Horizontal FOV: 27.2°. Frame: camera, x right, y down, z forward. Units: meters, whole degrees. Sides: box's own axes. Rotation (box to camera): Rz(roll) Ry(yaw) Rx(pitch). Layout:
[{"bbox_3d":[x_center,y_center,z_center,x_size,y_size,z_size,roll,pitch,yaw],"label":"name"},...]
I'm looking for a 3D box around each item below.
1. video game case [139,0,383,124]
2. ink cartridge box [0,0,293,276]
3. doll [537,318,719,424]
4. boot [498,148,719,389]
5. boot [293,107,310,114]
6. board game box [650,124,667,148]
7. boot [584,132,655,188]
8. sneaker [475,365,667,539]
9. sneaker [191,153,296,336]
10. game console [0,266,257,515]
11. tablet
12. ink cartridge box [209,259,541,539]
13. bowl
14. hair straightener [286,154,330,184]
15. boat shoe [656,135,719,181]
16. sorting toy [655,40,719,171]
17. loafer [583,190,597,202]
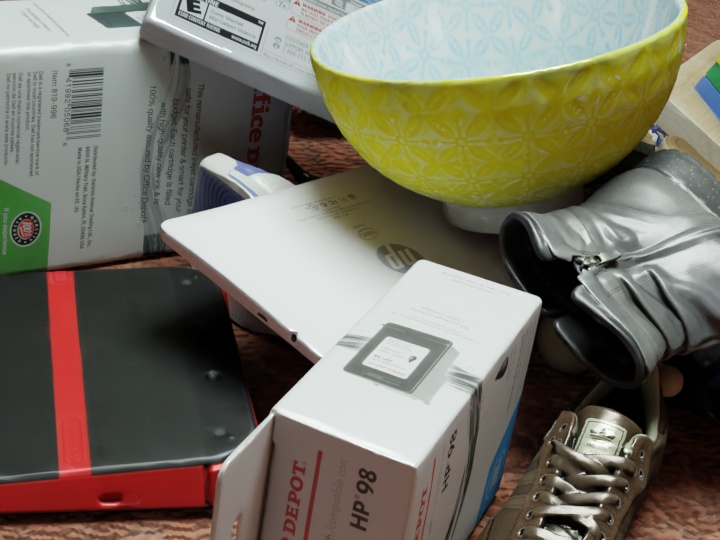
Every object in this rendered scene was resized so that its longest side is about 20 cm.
[{"bbox_3d":[-0.017,-0.172,0.903,0.200,0.022,0.183,22,57,-15],"label":"video game case"},{"bbox_3d":[-0.148,-0.086,0.902,0.200,0.147,0.083,-8,33,-31],"label":"ink cartridge box"},{"bbox_3d":[0.187,0.061,0.813,0.200,0.049,0.136,22,11,28],"label":"doll"},{"bbox_3d":[0.168,0.029,0.723,0.132,0.070,0.200,-27,55,-38],"label":"boot"},{"bbox_3d":[0.006,-0.174,1.173,0.153,0.074,0.204,4,32,-19],"label":"boot"},{"bbox_3d":[0.150,-0.132,1.098,0.200,0.062,0.200,47,32,11],"label":"board game box"},{"bbox_3d":[0.096,-0.124,0.947,0.200,0.139,0.077,-1,-14,39],"label":"boot"},{"bbox_3d":[0.096,0.103,0.689,0.070,0.076,0.200,16,29,15],"label":"sneaker"},{"bbox_3d":[0.001,0.000,0.865,0.199,0.081,0.115,32,32,25],"label":"sneaker"},{"bbox_3d":[-0.145,0.058,0.766,0.176,0.031,0.200,-4,29,-12],"label":"game console"},{"bbox_3d":[0.006,-0.012,0.797,0.130,0.014,0.200,37,37,29],"label":"tablet"},{"bbox_3d":[0.009,0.091,0.647,0.067,0.116,0.200,19,30,17],"label":"ink cartridge box"},{"bbox_3d":[0.079,-0.084,0.809,0.199,0.108,0.200,-7,23,3],"label":"bowl"},{"bbox_3d":[0.011,-0.034,0.956,0.200,0.041,0.077,26,33,30],"label":"hair straightener"},{"bbox_3d":[0.200,-0.022,0.879,0.071,0.065,0.200,47,9,25],"label":"boat shoe"},{"bbox_3d":[0.304,-0.087,0.997,0.199,0.070,0.200,44,30,7],"label":"sorting toy"},{"bbox_3d":[0.130,-0.018,0.896,0.063,0.072,0.200,10,5,7],"label":"loafer"}]
